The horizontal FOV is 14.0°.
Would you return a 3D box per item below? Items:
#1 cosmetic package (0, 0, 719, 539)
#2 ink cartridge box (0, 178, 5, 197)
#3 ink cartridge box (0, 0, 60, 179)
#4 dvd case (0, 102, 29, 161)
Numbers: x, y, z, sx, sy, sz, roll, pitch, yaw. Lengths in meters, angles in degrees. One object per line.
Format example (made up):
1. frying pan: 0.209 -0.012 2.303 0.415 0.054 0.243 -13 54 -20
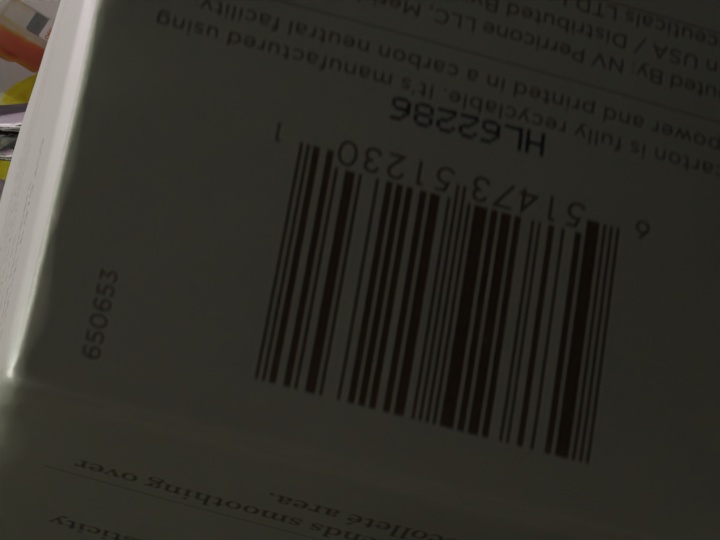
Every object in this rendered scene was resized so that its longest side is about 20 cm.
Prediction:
1. cosmetic package: -0.004 0.013 0.689 0.200 0.167 0.166 121 160 -60
2. ink cartridge box: -0.202 0.043 1.039 0.200 0.044 0.174 -47 -21 9
3. ink cartridge box: -0.105 -0.083 1.268 0.145 0.200 0.083 -57 -4 -38
4. dvd case: -0.045 -0.049 0.940 0.200 0.149 0.016 9 104 61
